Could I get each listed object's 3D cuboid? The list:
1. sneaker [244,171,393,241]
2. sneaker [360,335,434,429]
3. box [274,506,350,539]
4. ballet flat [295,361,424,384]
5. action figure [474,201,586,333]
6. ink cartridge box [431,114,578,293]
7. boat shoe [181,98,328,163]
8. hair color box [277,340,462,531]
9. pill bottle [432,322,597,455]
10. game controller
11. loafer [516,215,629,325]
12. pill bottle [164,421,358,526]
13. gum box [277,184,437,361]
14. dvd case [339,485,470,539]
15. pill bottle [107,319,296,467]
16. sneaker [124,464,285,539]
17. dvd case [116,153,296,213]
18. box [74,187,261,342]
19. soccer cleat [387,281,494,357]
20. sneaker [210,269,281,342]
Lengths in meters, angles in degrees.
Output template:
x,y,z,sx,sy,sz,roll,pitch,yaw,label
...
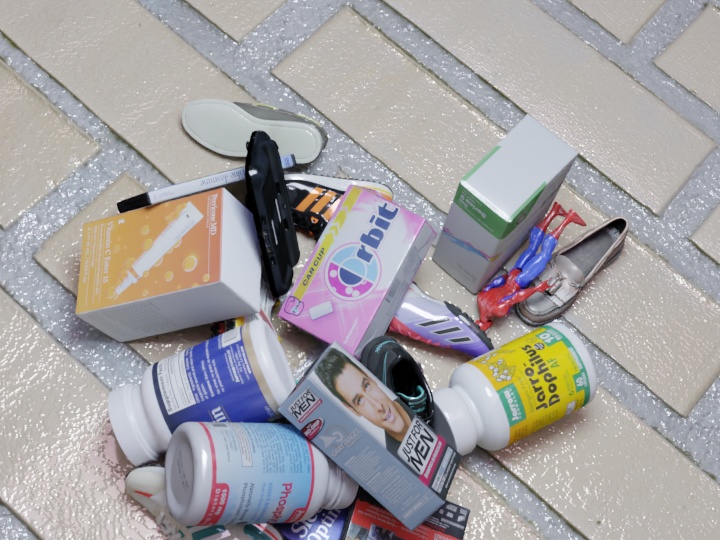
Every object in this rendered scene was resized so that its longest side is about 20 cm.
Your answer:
x,y,z,sx,sy,sz,roll,pitch,yaw,label
-0.051,-0.071,1.449,0.199,0.070,0.090,2,60,-11,sneaker
0.052,0.178,1.304,0.075,0.079,0.201,-22,99,-23,sneaker
-0.047,0.276,1.300,0.199,0.032,0.121,32,63,8,box
-0.011,0.158,1.348,0.199,0.069,0.072,-9,71,-18,ballet flat
0.213,0.005,1.437,0.200,0.052,0.065,-49,35,0,action figure
0.181,-0.080,1.420,0.087,0.200,0.145,39,65,14,ink cartridge box
-0.142,-0.191,1.500,0.201,0.072,0.060,14,21,11,boat shoe
0.013,0.181,1.228,0.200,0.061,0.099,42,27,-2,hair color box
0.179,0.151,1.353,0.199,0.113,0.113,-23,69,-19,pill bottle
-0.110,-0.066,1.332,0.042,0.201,0.105,1,39,13,game controller
0.284,-0.008,1.476,0.200,0.063,0.072,-39,75,-24,loafer
-0.106,0.223,1.216,0.199,0.109,0.109,5,61,-29,pill bottle
0.000,0.000,1.371,0.113,0.066,0.201,27,85,22,gum box
0.037,0.343,1.258,0.145,0.022,0.201,24,65,-15,dvd case
-0.181,0.145,1.271,0.199,0.116,0.116,-23,68,4,pill bottle
-0.188,0.296,1.244,0.199,0.070,0.094,27,57,2,sneaker
-0.196,-0.109,1.396,0.199,0.142,0.018,-18,96,-26,dvd case
-0.228,-0.004,1.323,0.199,0.097,0.125,-13,62,19,box
0.077,0.064,1.411,0.200,0.068,0.073,34,76,10,soccer cleat
-0.148,0.025,1.395,0.082,0.078,0.201,9,57,-32,sneaker
